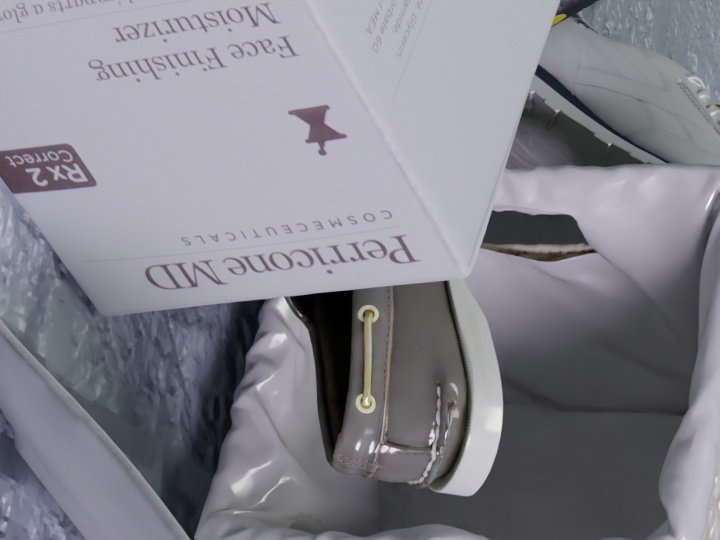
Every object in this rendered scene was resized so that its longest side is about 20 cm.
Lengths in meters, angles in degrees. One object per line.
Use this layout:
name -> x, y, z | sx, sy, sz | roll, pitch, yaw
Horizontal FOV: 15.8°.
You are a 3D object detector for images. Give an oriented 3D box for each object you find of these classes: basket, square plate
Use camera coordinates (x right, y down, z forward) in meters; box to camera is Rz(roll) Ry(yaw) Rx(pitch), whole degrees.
basket -> 0.065, 0.077, 1.054 | 0.161, 0.197, 0.201 | 67, 30, -47
square plate -> -0.050, 0.126, 0.896 | 0.028, 0.200, 0.198 | -38, 131, -8

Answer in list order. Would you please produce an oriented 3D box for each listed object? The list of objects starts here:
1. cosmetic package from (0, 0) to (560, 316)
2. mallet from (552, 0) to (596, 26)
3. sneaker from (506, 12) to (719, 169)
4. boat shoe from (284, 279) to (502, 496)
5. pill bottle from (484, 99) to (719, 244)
cosmetic package -> -0.048, -0.113, 0.921 | 0.200, 0.164, 0.166 | 58, 39, -38
mallet -> 0.048, -0.099, 1.077 | 0.066, 0.199, 0.041 | 26, 38, -51
sneaker -> 0.137, -0.047, 1.129 | 0.080, 0.200, 0.077 | -37, 160, -33
boat shoe -> 0.001, -0.002, 0.979 | 0.060, 0.072, 0.202 | 4, 45, -21
pill bottle -> 0.126, -0.033, 1.284 | 0.200, 0.109, 0.110 | -7, 90, -61
